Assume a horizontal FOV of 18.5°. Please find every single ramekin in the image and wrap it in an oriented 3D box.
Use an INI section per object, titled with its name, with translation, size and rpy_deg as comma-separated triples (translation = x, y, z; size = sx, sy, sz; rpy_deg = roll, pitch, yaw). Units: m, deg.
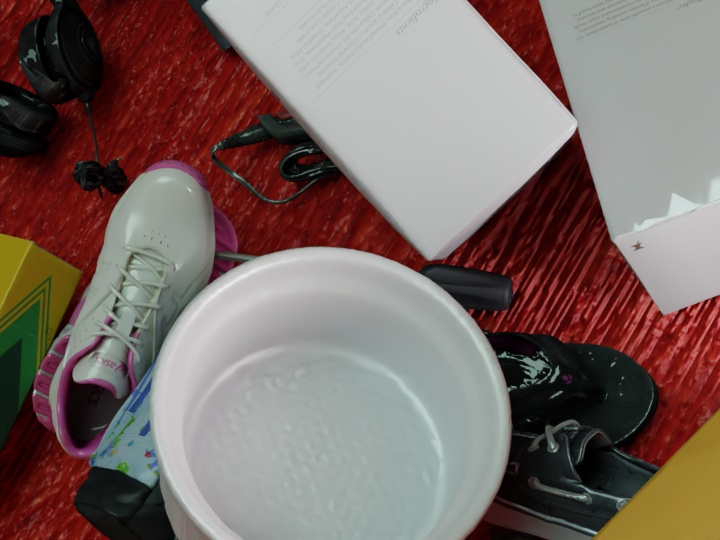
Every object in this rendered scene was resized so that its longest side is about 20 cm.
[ramekin]
translation = -0.022, 0.097, 1.235
size = 0.198, 0.098, 0.202
rpy_deg = 4, 62, -8

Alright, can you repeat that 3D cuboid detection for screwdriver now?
[screwdriver]
translation = 0.000, 0.000, 1.410
size = 0.198, 0.028, 0.029
rpy_deg = 10, 36, 11

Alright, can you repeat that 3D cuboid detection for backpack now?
[backpack]
translation = -0.074, 0.104, 1.361
size = 0.201, 0.163, 0.153
rpy_deg = -52, 34, -12

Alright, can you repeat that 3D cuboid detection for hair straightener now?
[hair straightener]
translation = -0.007, -0.091, 1.475
size = 0.198, 0.041, 0.078
rpy_deg = -14, 64, 14

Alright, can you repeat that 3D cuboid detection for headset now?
[headset]
translation = -0.235, -0.130, 1.566
size = 0.124, 0.094, 0.200
rpy_deg = -46, 76, 16

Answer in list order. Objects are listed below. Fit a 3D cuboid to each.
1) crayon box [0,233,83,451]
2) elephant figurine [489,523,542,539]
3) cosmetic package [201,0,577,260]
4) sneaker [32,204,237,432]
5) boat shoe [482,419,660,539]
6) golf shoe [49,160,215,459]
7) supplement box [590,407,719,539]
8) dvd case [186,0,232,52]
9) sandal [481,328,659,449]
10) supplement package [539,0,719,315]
[crayon box]
translation = -0.302, 0.053, 1.525
size = 0.199, 0.058, 0.174
rpy_deg = 12, 73, 45
[elephant figurine]
translation = 0.064, 0.233, 1.252
size = 0.142, 0.155, 0.200
rpy_deg = -48, 56, 17
[cosmetic package]
translation = 0.022, -0.116, 1.339
size = 0.123, 0.199, 0.200
rpy_deg = -44, 87, 3
[sneaker]
translation = -0.147, 0.028, 1.479
size = 0.200, 0.081, 0.088
rpy_deg = -52, 12, 15
[boat shoe]
translation = 0.122, 0.120, 1.286
size = 0.199, 0.072, 0.068
rpy_deg = 24, 121, 26
[golf shoe]
translation = -0.142, 0.030, 1.386
size = 0.075, 0.092, 0.201
rpy_deg = 19, 106, -5
[supplement box]
translation = 0.242, 0.160, 1.150
size = 0.197, 0.200, 0.133
rpy_deg = -45, 57, 2
[dvd case]
translation = -0.058, -0.269, 1.530
size = 0.199, 0.151, 0.025
rpy_deg = -35, 16, 7
[sandal]
translation = 0.085, 0.067, 1.359
size = 0.199, 0.048, 0.076
rpy_deg = 12, 74, 30
[supplement package]
translation = 0.195, -0.098, 1.334
size = 0.120, 0.120, 0.201
rpy_deg = -20, 61, 14
